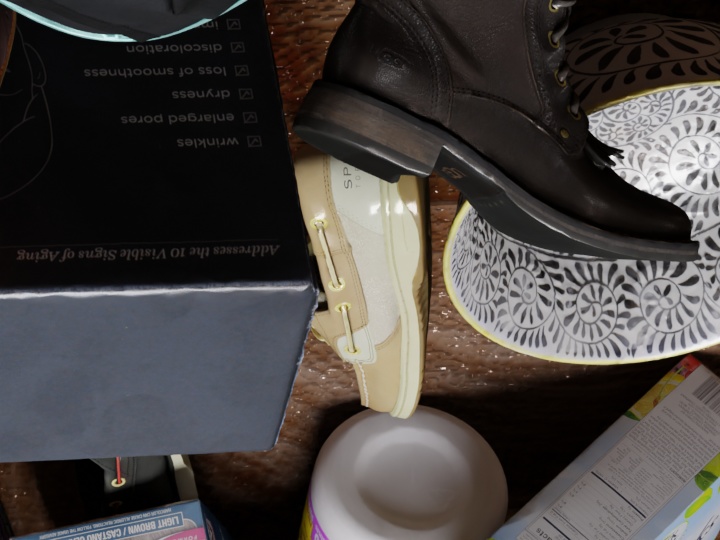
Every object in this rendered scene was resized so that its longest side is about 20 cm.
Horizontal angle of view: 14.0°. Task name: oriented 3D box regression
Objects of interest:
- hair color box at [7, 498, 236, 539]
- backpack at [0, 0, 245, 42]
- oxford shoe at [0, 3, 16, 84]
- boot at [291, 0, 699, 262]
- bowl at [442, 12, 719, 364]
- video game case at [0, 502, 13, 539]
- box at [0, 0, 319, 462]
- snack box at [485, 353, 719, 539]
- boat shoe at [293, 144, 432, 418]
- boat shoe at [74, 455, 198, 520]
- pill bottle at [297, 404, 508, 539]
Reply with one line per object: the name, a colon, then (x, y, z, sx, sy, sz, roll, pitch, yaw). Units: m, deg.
hair color box: (-0.113, 0.167, 1.519, 0.099, 0.061, 0.200, -12, 169, 0)
backpack: (-0.100, -0.181, 1.044, 0.200, 0.154, 0.176, 32, 128, -32)
oxford shoe: (-0.161, -0.096, 1.098, 0.071, 0.201, 0.073, -1, 151, -12)
boot: (0.076, -0.105, 1.182, 0.199, 0.175, 0.069, 23, 173, -22)
bowl: (0.127, -0.054, 1.329, 0.199, 0.095, 0.201, -8, 144, -5)
video game case: (-0.193, 0.165, 1.457, 0.036, 0.182, 0.200, -12, 145, -1)
box: (-0.134, -0.036, 1.192, 0.199, 0.197, 0.124, -1, 143, -13)
snack box: (0.117, 0.162, 1.548, 0.200, 0.068, 0.169, -40, 159, -36)
boat shoe: (0.000, 0.000, 1.394, 0.066, 0.074, 0.201, 2, 142, 3)
boat shoe: (-0.122, 0.063, 1.430, 0.063, 0.074, 0.202, -16, 149, -7)
pill bottle: (0.013, 0.167, 1.582, 0.104, 0.105, 0.200, -3, 142, -12)
